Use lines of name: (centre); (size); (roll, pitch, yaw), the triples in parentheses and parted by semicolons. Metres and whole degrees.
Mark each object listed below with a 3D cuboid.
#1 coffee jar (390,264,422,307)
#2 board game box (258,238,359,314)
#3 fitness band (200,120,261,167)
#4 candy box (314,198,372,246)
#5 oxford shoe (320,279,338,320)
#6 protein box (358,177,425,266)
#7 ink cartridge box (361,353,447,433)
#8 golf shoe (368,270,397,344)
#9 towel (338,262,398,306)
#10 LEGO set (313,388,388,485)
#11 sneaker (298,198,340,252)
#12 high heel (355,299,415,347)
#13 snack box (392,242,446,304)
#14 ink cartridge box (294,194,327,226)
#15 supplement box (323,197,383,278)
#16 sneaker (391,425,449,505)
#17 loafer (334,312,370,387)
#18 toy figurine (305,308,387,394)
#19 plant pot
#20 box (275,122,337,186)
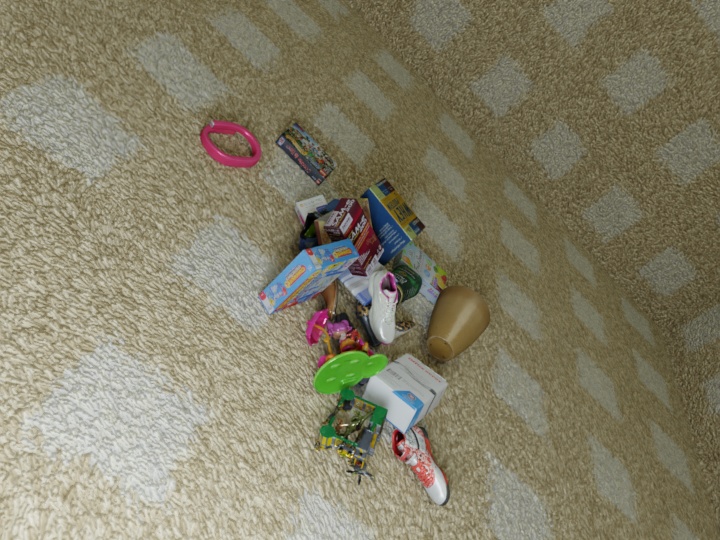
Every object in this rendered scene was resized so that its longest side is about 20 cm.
coffee jar: (0.104, 0.054, 1.890); (0.103, 0.087, 0.199); (34, 28, 17)
board game box: (-0.126, 0.013, 1.549); (0.057, 0.199, 0.194); (55, 33, 11)
fitness band: (-0.370, -0.364, 1.797); (0.198, 0.037, 0.146); (-10, 64, -53)
candy box: (-0.043, -0.117, 1.753); (0.199, 0.054, 0.119); (-36, 122, -48)
oxford shoe: (-0.094, 0.051, 1.697); (0.069, 0.072, 0.204); (4, 48, -10)
protein box: (0.055, -0.132, 1.925); (0.201, 0.198, 0.135); (49, 32, 1)
ink cartridge box: (0.117, 0.310, 1.604); (0.143, 0.086, 0.198); (35, 25, 23)
golf shoe: (0.067, 0.098, 1.696); (0.073, 0.091, 0.207); (-4, 82, -26)
towel: (0.000, 0.000, 1.797); (0.145, 0.024, 0.200); (-28, 63, -31)
LEGO set: (-0.022, 0.381, 1.414); (0.149, 0.119, 0.201); (16, 31, 4)
sneaker: (-0.107, -0.134, 1.758); (0.077, 0.090, 0.202); (22, 57, 18)
high heel: (0.074, 0.129, 1.792); (0.197, 0.071, 0.146); (-13, 72, -45)
snack box: (0.204, 0.000, 2.109); (0.199, 0.053, 0.143); (41, 32, -14)
ink cartridge box: (-0.111, -0.124, 1.832); (0.093, 0.037, 0.203); (-19, 67, -26)
supplement box: (-0.015, -0.086, 1.698); (0.110, 0.060, 0.202); (-60, 137, -29)
sneaker: (0.139, 0.476, 1.522); (0.106, 0.067, 0.205); (15, 42, -40)
loafer: (-0.012, 0.197, 1.613); (0.071, 0.062, 0.205); (17, 49, -52)
toy figurine: (-0.054, 0.174, 1.525); (0.195, 0.153, 0.186); (-9, 48, -25)
plant pot: (0.283, 0.182, 1.928); (0.187, 0.186, 0.200); (46, 47, -3)
box: (-0.175, -0.386, 2.059); (0.200, 0.038, 0.137); (44, 32, -8)
